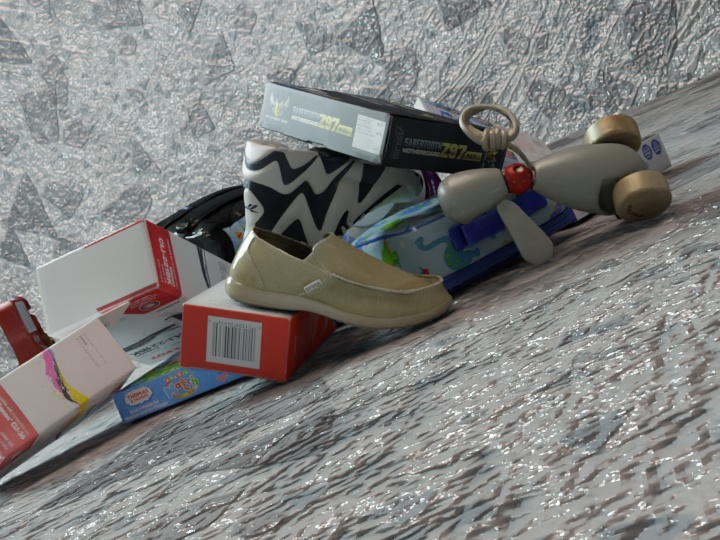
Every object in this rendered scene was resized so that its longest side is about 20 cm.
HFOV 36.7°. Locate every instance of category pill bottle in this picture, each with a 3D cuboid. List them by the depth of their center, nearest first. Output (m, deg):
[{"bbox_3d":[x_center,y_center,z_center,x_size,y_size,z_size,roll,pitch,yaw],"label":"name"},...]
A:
[{"bbox_3d":[0.027,-0.083,1.225,0.111,0.112,0.200,-22,-8,15],"label":"pill bottle"}]

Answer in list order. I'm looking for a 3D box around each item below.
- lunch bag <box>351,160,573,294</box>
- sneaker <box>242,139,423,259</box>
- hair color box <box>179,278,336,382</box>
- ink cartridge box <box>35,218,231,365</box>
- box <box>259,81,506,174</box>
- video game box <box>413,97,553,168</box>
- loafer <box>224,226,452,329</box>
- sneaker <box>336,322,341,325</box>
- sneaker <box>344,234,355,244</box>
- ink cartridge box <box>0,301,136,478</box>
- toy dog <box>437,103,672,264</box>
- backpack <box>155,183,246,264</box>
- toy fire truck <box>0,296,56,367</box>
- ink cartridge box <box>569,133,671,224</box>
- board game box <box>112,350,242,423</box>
[{"bbox_3d":[0.099,-0.037,1.070,0.199,0.083,0.161,-28,7,-28],"label":"lunch bag"},{"bbox_3d":[-0.031,-0.047,1.025,0.079,0.130,0.199,22,14,42],"label":"sneaker"},{"bbox_3d":[-0.088,0.044,1.018,0.101,0.062,0.200,7,12,11],"label":"hair color box"},{"bbox_3d":[-0.238,0.031,1.211,0.144,0.084,0.200,-23,-21,16],"label":"ink cartridge box"},{"bbox_3d":[0.020,-0.138,1.059,0.157,0.051,0.200,3,15,-40],"label":"box"},{"bbox_3d":[0.159,-0.149,1.352,0.181,0.047,0.200,19,19,-11],"label":"video game box"},{"bbox_3d":[-0.019,0.004,0.927,0.199,0.069,0.076,6,15,7],"label":"loafer"},{"bbox_3d":[0.000,0.000,1.155,0.199,0.083,0.072,-24,5,-15],"label":"sneaker"},{"bbox_3d":[-0.031,-0.023,1.379,0.077,0.076,0.200,-1,7,-3],"label":"sneaker"},{"bbox_3d":[-0.300,0.122,1.072,0.200,0.068,0.116,-37,-4,-38],"label":"ink cartridge box"},{"bbox_3d":[0.174,-0.069,0.972,0.199,0.097,0.132,7,55,12],"label":"toy dog"},{"bbox_3d":[-0.166,-0.045,1.410,0.163,0.154,0.200,-7,32,39],"label":"backpack"},{"bbox_3d":[-0.403,0.110,1.368,0.112,0.169,0.200,-24,5,-9],"label":"toy fire truck"},{"bbox_3d":[0.252,-0.093,1.204,0.200,0.044,0.094,-28,5,-41],"label":"ink cartridge box"},{"bbox_3d":[-0.154,0.093,1.153,0.151,0.037,0.200,-23,4,16],"label":"board game box"}]
